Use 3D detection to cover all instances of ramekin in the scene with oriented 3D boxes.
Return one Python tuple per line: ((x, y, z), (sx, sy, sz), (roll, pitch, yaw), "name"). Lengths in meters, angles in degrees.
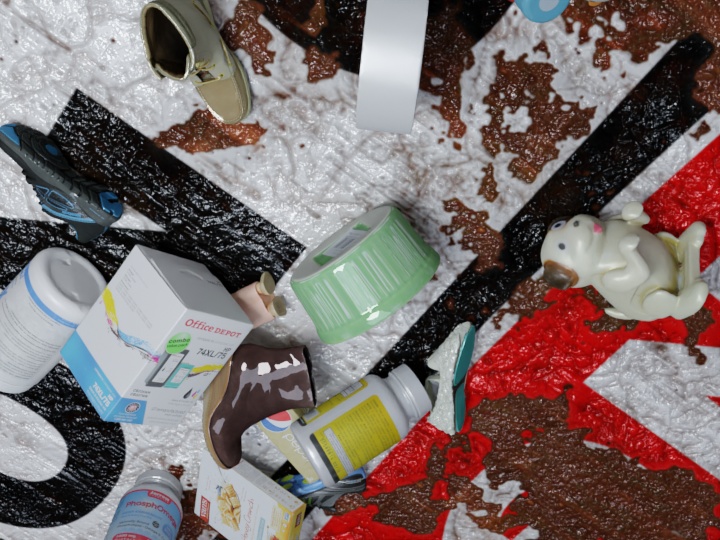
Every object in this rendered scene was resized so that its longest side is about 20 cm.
((0.000, 0.000, 1.290), (0.200, 0.200, 0.098), (-32, 104, 19), "ramekin")

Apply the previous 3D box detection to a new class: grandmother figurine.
((-0.210, 0.079, 1.424), (0.199, 0.061, 0.122), (-22, 87, 18), "grandmother figurine")

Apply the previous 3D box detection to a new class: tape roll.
((0.038, -0.266, 1.138), (0.070, 0.203, 0.203), (6, 119, 0), "tape roll")

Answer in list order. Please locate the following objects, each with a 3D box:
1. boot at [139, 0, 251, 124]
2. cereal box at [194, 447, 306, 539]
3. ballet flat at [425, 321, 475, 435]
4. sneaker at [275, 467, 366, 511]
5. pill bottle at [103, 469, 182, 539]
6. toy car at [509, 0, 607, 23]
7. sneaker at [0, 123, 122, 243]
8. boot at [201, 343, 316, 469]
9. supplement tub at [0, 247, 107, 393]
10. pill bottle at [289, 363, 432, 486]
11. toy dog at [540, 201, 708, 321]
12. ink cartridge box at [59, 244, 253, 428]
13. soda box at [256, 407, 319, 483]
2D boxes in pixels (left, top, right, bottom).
((-0.205, -0.255, 1.184), (0.072, 0.155, 0.201), (-16, 116, 12), "boot")
((-0.183, 0.386, 1.538), (0.200, 0.039, 0.144), (28, 122, 27), "cereal box")
((0.129, 0.164, 1.441), (0.071, 0.072, 0.201), (4, 118, 2), "ballet flat")
((-0.080, 0.371, 1.561), (0.199, 0.071, 0.083), (-24, 112, 14), "sneaker")
((-0.349, 0.418, 1.530), (0.108, 0.200, 0.109), (1, 119, 3), "pill bottle")
((0.255, -0.363, 1.115), (0.177, 0.185, 0.200), (-42, 137, 22), "toy car")
((-0.432, -0.118, 1.320), (0.082, 0.073, 0.200), (-39, 109, 23), "sneaker")
((-0.147, 0.203, 1.398), (0.166, 0.072, 0.201), (-1, 106, 13), "boot")
((-0.474, 0.073, 1.393), (0.200, 0.132, 0.132), (-40, 109, 21), "supplement tub")
((0.004, 0.226, 1.426), (0.200, 0.111, 0.112), (-31, 115, -9), "pill bottle")
((0.347, -0.016, 1.305), (0.199, 0.140, 0.194), (19, 154, -8), "toy dog")
((-0.285, 0.095, 1.333), (0.200, 0.146, 0.147), (-52, 147, 12), "ink cartridge box")
((-0.108, 0.239, 1.496), (0.068, 0.064, 0.200), (-30, 112, 18), "soda box")
